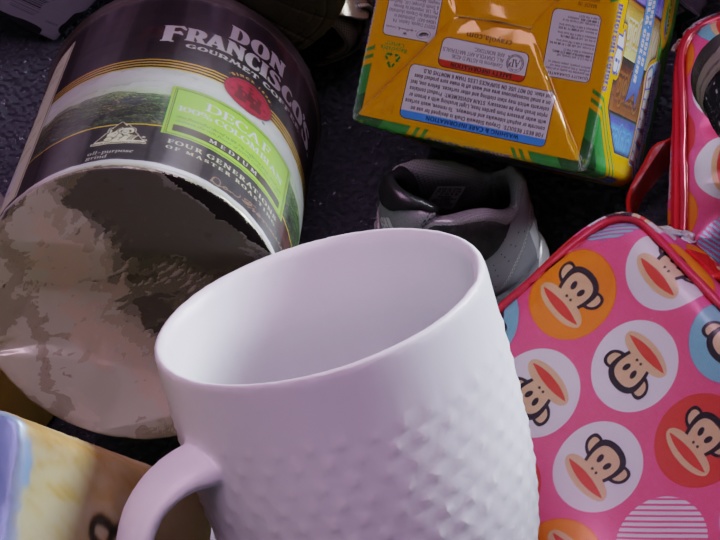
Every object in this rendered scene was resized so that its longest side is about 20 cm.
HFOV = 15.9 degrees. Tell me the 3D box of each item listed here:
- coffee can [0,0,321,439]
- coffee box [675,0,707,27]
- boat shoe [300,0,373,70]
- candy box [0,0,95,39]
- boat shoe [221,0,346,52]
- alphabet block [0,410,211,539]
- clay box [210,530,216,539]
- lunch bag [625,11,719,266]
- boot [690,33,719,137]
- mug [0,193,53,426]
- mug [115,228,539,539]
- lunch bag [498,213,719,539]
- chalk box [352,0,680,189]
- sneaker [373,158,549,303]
[{"bbox_3d":[-0.099,-0.031,1.264,0.146,0.147,0.200,-3,29,5],"label":"coffee can"},{"bbox_3d":[0.125,-0.236,1.407,0.200,0.044,0.123,37,68,-15],"label":"coffee box"},{"bbox_3d":[-0.027,-0.146,1.428,0.072,0.076,0.200,33,69,16],"label":"boat shoe"},{"bbox_3d":[-0.141,-0.254,1.440,0.071,0.200,0.168,23,49,-30],"label":"candy box"},{"bbox_3d":[-0.027,-0.174,1.302,0.072,0.201,0.066,28,57,-12],"label":"boat shoe"},{"bbox_3d":[-0.195,0.166,1.104,0.196,0.200,0.196,3,79,20],"label":"alphabet block"},{"bbox_3d":[-0.041,0.165,1.223,0.200,0.048,0.115,-27,59,-11],"label":"clay box"},{"bbox_3d":[0.224,-0.042,1.317,0.176,0.082,0.200,-3,57,11],"label":"lunch bag"},{"bbox_3d":[0.265,-0.051,1.188,0.203,0.074,0.154,-4,45,-5],"label":"boot"},{"bbox_3d":[-0.213,0.012,1.288,0.186,0.153,0.150,24,61,21],"label":"mug"},{"bbox_3d":[-0.016,0.102,1.113,0.200,0.176,0.148,-28,25,-27],"label":"mug"},{"bbox_3d":[0.145,0.073,1.196,0.176,0.082,0.200,-44,61,12],"label":"lunch bag"},{"bbox_3d":[0.090,-0.114,1.334,0.125,0.200,0.124,12,91,17],"label":"chalk box"},{"bbox_3d":[0.000,0.000,1.291,0.200,0.116,0.075,-28,57,-12],"label":"sneaker"}]
